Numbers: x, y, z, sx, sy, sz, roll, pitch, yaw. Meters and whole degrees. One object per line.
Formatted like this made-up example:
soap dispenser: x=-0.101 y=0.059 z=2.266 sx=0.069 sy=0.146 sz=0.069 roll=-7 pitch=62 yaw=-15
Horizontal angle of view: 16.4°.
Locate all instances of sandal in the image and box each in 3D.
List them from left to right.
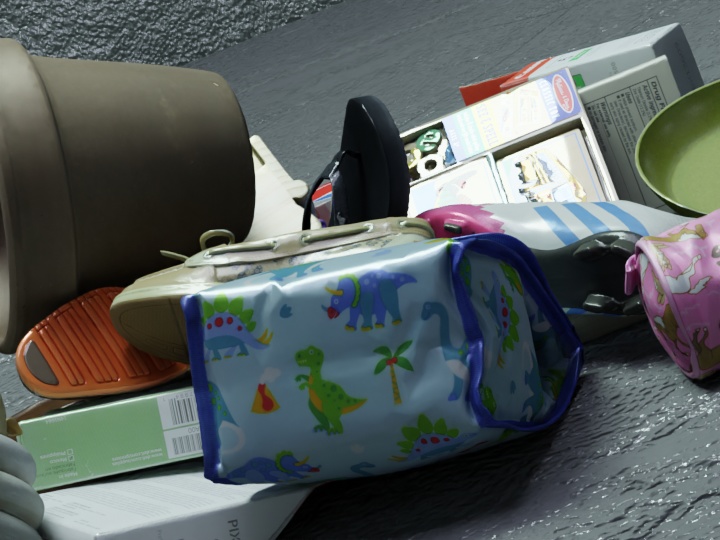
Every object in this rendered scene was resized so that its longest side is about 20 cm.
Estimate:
sandal: x=-0.012 y=-0.006 z=1.522 sx=0.043 sy=0.201 sz=0.076 roll=3 pitch=15 yaw=-27

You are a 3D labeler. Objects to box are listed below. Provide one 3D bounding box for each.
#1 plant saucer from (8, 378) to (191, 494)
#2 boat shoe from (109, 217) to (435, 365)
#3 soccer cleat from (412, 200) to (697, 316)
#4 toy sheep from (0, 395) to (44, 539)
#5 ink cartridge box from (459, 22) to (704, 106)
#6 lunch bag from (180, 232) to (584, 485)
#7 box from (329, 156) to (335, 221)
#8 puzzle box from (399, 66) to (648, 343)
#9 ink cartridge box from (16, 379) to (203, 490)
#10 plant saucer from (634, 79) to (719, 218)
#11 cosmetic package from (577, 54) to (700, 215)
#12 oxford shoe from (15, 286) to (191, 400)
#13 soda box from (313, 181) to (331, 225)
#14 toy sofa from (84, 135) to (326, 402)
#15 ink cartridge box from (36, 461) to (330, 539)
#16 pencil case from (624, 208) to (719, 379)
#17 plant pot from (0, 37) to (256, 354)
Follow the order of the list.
plant saucer: x=-0.194 y=0.112 z=1.707 sx=0.199 sy=0.035 sz=0.200 roll=-21 pitch=14 yaw=5
boat shoe: x=-0.050 y=0.011 z=1.480 sx=0.199 sy=0.073 sz=0.063 roll=-5 pitch=52 yaw=13
soccer cleat: x=0.117 y=-0.008 z=1.472 sx=0.199 sy=0.070 sz=0.086 roll=6 pitch=22 yaw=39
toy sheep: x=-0.233 y=0.147 z=1.341 sx=0.137 sy=0.138 sz=0.201 roll=-8 pitch=62 yaw=48
ink cartridge box: x=0.156 y=-0.098 z=1.783 sx=0.199 sy=0.110 sz=0.050 roll=-13 pitch=16 yaw=39
lunch bag: x=0.019 y=0.051 z=1.373 sx=0.169 sy=0.128 sz=0.200 roll=-11 pitch=-11 yaw=20
box: x=0.000 y=0.000 z=1.631 sx=0.032 sy=0.122 sz=0.200 roll=3 pitch=11 yaw=-8
puzzle box: x=0.097 y=-0.029 z=1.548 sx=0.132 sy=0.025 sz=0.201 roll=-22 pitch=48 yaw=6
ink cartridge box: x=-0.132 y=0.097 z=1.560 sx=0.145 sy=0.048 sz=0.200 roll=-12 pitch=-2 yaw=-2
plant saucer: x=0.270 y=-0.069 z=1.538 sx=0.199 sy=0.031 sz=0.200 roll=-8 pitch=31 yaw=5
cosmetic package: x=0.127 y=-0.056 z=1.650 sx=0.199 sy=0.104 sz=0.073 roll=-20 pitch=-4 yaw=5
oxford shoe: x=-0.135 y=0.051 z=1.553 sx=0.199 sy=0.072 sz=0.073 roll=-15 pitch=-25 yaw=-41
soda box: x=0.021 y=-0.047 z=1.912 sx=0.199 sy=0.064 sz=0.070 roll=-21 pitch=13 yaw=4
toy sofa: x=-0.117 y=0.009 z=1.689 sx=0.199 sy=0.098 sz=0.083 roll=-33 pitch=-30 yaw=-11
ink cartridge box: x=-0.088 y=0.141 z=1.419 sx=0.199 sy=0.050 sz=0.161 roll=-8 pitch=5 yaw=-27
pencil case: x=0.244 y=-0.014 z=1.351 sx=0.199 sy=0.083 sz=0.087 roll=-25 pitch=14 yaw=-4
plant pot: x=-0.165 y=-0.057 z=1.598 sx=0.174 sy=0.202 sz=0.200 roll=-10 pitch=8 yaw=-19
